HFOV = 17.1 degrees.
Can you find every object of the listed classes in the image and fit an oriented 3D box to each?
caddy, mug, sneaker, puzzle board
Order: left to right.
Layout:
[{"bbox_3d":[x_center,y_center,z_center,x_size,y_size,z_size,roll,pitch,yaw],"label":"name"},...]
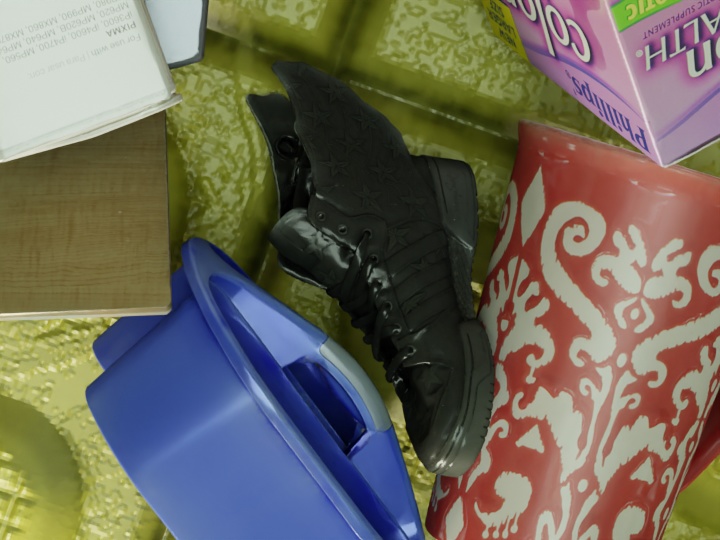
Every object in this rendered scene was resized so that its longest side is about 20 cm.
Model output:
[{"bbox_3d":[-0.188,-0.034,1.103,0.200,0.151,0.017,-3,142,-4],"label":"puzzle board"},{"bbox_3d":[-0.040,0.078,1.124,0.105,0.141,0.200,-34,107,7],"label":"caddy"},{"bbox_3d":[0.001,-0.001,1.111,0.104,0.060,0.200,12,56,-20],"label":"sneaker"},{"bbox_3d":[0.130,0.049,1.128,0.177,0.133,0.200,17,94,-12],"label":"mug"}]

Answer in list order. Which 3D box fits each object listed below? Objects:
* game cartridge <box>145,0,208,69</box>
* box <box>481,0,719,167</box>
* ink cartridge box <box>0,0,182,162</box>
[{"bbox_3d":[-0.168,-0.154,1.114,0.200,0.041,0.133,6,91,-5],"label":"game cartridge"},{"bbox_3d":[0.101,-0.176,1.034,0.097,0.176,0.200,-30,123,-8],"label":"box"},{"bbox_3d":[-0.150,-0.151,1.025,0.085,0.146,0.200,-22,96,-4],"label":"ink cartridge box"}]
